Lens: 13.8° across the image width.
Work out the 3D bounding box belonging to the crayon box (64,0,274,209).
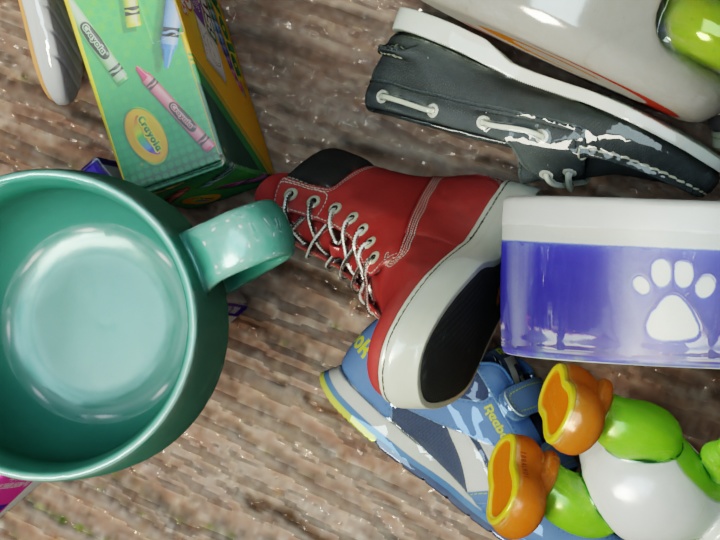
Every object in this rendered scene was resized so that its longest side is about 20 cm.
[{"bbox_3d":[-0.113,-0.137,1.574,0.058,0.119,0.201,-19,85,10],"label":"crayon box"}]

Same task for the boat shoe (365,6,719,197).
[{"bbox_3d":[0.096,-0.073,1.555,0.199,0.076,0.061,25,91,23],"label":"boat shoe"}]

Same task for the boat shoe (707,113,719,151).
[{"bbox_3d":[0.261,-0.113,1.499,0.199,0.072,0.065,-19,96,33],"label":"boat shoe"}]

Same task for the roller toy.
[{"bbox_3d":[0.122,-0.171,1.493,0.199,0.182,0.140,24,93,-6],"label":"roller toy"}]

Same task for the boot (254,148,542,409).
[{"bbox_3d":[0.000,0.000,1.515,0.144,0.200,0.073,13,118,12],"label":"boot"}]

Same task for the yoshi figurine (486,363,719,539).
[{"bbox_3d":[0.168,0.132,1.483,0.199,0.112,0.112,24,74,-20],"label":"yoshi figurine"}]

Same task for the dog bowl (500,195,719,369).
[{"bbox_3d":[0.168,0.005,1.470,0.199,0.200,0.079,3,91,12],"label":"dog bowl"}]

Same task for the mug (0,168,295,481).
[{"bbox_3d":[-0.127,0.029,1.471,0.184,0.114,0.153,9,91,10],"label":"mug"}]

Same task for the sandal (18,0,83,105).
[{"bbox_3d":[-0.201,-0.188,1.615,0.059,0.079,0.208,-11,88,8],"label":"sandal"}]

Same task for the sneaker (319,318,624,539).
[{"bbox_3d":[0.075,0.089,1.552,0.200,0.074,0.082,37,93,9],"label":"sneaker"}]

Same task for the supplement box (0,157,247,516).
[{"bbox_3d":[-0.174,0.043,1.589,0.200,0.101,0.104,-39,82,8],"label":"supplement box"}]
